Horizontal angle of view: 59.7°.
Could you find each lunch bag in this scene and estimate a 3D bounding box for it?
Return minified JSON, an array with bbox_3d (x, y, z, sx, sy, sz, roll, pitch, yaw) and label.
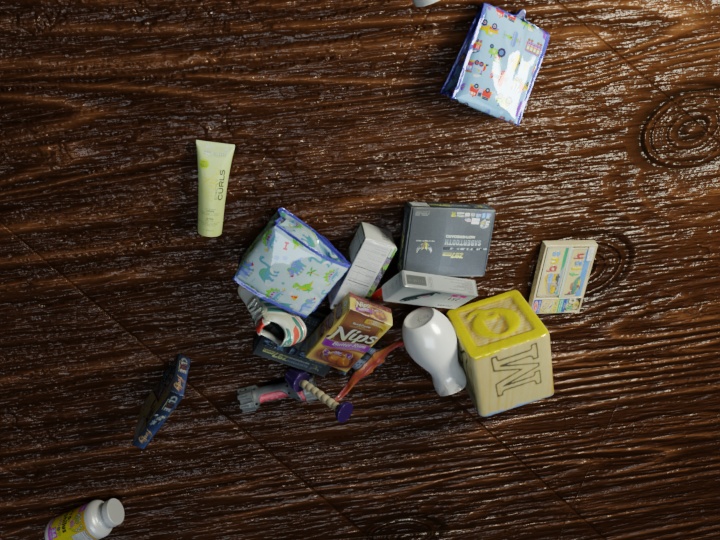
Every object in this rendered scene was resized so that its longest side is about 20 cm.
[{"bbox_3d":[-0.147,-0.009,1.374,0.200,0.128,0.170,35,111,-15],"label":"lunch bag"},{"bbox_3d":[0.269,-0.407,1.214,0.150,0.094,0.201,18,109,-15],"label":"lunch bag"}]

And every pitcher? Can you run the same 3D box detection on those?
[{"bbox_3d":[0.176,0.175,1.510,0.121,0.172,0.200,-24,117,9],"label":"pitcher"}]

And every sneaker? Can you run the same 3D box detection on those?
[{"bbox_3d":[-0.213,0.095,1.403,0.200,0.093,0.070,43,116,12],"label":"sneaker"}]

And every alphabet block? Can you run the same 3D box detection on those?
[{"bbox_3d":[0.337,0.200,1.525,0.196,0.196,0.201,-18,124,-4],"label":"alphabet block"}]

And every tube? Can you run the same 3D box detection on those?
[{"bbox_3d":[-0.308,-0.169,1.300,0.058,0.052,0.201,-18,128,-46],"label":"tube"}]

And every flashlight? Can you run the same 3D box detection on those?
[{"bbox_3d":[-0.210,0.320,1.605,0.199,0.068,0.068,-15,125,0],"label":"flashlight"}]

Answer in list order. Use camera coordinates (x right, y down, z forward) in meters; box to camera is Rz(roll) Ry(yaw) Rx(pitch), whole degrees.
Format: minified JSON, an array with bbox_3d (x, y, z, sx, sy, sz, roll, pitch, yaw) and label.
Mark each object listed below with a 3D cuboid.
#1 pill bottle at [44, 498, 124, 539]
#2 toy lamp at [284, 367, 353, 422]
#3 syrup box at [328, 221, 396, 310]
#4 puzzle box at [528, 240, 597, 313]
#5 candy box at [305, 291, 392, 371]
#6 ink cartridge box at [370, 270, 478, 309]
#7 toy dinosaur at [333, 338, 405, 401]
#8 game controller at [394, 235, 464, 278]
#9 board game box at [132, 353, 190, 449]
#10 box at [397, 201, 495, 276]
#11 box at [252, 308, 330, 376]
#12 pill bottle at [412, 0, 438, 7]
[{"bbox_3d":[-0.765,0.707,1.748,0.199,0.104,0.104,-25,122,7],"label":"pill bottle"},{"bbox_3d":[-0.107,0.295,1.518,0.058,0.200,0.058,-28,130,-40],"label":"toy lamp"},{"bbox_3d":[0.000,0.000,1.427,0.081,0.079,0.200,17,118,-18],"label":"syrup box"},{"bbox_3d":[0.492,0.018,1.536,0.132,0.025,0.201,-2,122,-6],"label":"puzzle box"},{"bbox_3d":[-0.030,0.145,1.445,0.116,0.057,0.200,23,127,-23],"label":"candy box"},{"bbox_3d":[0.136,0.060,1.431,0.199,0.044,0.174,8,153,-27],"label":"ink cartridge box"},{"bbox_3d":[0.036,0.227,1.539,0.181,0.201,0.105,-18,146,41],"label":"toy dinosaur"},{"bbox_3d":[0.174,-0.033,1.460,0.200,0.042,0.105,29,99,-23],"label":"game controller"},{"bbox_3d":[-0.483,0.317,1.525,0.035,0.136,0.200,29,114,-23],"label":"board game box"},{"bbox_3d":[0.189,-0.068,1.392,0.199,0.051,0.158,2,111,-15],"label":"box"},{"bbox_3d":[-0.141,0.162,1.525,0.199,0.051,0.158,21,116,-20],"label":"box"},{"bbox_3d":[0.094,-0.565,1.069,0.111,0.111,0.200,-24,121,7],"label":"pill bottle"}]
